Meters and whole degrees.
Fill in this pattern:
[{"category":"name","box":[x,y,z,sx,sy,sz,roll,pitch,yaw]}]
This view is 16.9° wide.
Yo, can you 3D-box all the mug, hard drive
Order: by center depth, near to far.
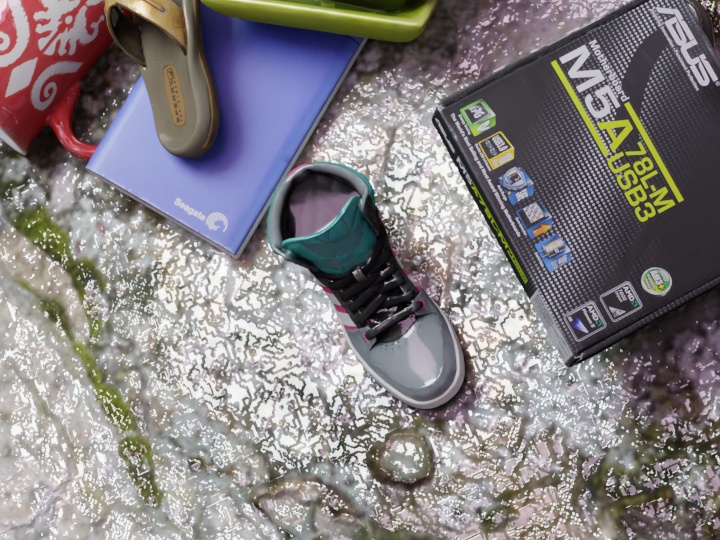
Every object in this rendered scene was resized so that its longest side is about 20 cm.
[{"category":"hard drive","box":[-0.097,-0.128,1.797,0.131,0.025,0.201,30,83,9]},{"category":"mug","box":[-0.224,-0.193,1.843,0.200,0.178,0.133,-49,29,-7]}]

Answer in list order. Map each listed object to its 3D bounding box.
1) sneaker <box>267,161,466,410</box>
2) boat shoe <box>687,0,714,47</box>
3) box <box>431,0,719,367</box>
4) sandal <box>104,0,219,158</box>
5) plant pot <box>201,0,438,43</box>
[{"category":"sneaker","box":[0.000,0.000,1.687,0.083,0.121,0.201,-36,66,4]},{"category":"boat shoe","box":[0.196,-0.107,1.692,0.066,0.057,0.201,19,80,23]},{"category":"box","box":[0.177,-0.066,1.637,0.192,0.048,0.201,-27,82,-8]},{"category":"sandal","box":[-0.154,-0.177,1.744,0.080,0.054,0.202,-11,92,51]},{"category":"plant pot","box":[-0.016,-0.283,1.722,0.198,0.182,0.200,9,44,13]}]
